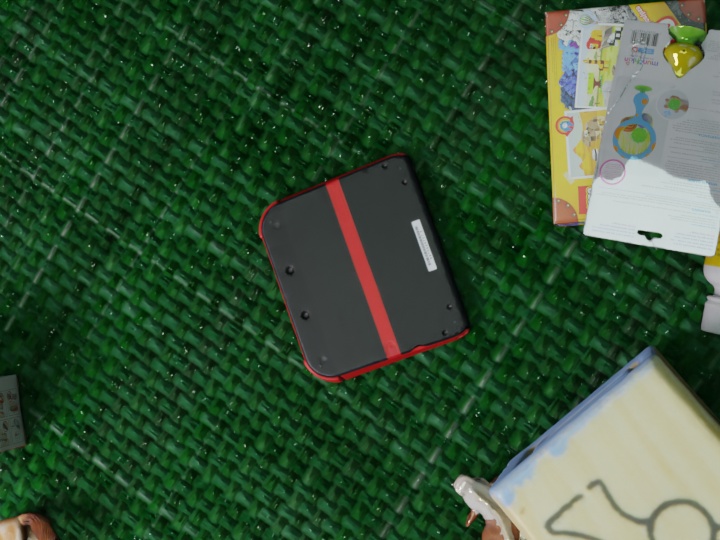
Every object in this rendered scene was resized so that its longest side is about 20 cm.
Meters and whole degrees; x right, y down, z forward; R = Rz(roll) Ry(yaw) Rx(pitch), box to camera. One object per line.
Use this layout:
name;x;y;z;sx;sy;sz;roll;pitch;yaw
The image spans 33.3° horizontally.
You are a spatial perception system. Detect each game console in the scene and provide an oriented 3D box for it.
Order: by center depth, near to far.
game console;0.000;0.000;1.234;0.176;0.031;0.201;-21;85;8

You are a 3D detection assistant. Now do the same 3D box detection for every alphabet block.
alphabet block;0.258;0.205;1.082;0.195;0.196;0.200;-41;81;11

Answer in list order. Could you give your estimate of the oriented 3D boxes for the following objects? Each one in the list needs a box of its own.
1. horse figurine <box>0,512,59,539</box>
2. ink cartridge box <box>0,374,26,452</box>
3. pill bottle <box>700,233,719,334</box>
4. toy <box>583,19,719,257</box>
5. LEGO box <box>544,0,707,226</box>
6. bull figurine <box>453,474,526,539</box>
horse figurine;-0.388;0.324;1.302;0.200;0.050;0.133;-42;63;18
ink cartridge box;-0.477;0.168;1.253;0.175;0.200;0.084;-9;88;13
pill bottle;0.379;-0.033;1.098;0.114;0.114;0.201;13;92;13
toy;0.276;-0.118;1.078;0.115;0.047;0.201;10;88;16
LEGO box;0.255;-0.146;1.147;0.148;0.077;0.201;-3;89;13
bull figurine;0.152;0.285;1.152;0.065;0.121;0.201;-26;89;3
